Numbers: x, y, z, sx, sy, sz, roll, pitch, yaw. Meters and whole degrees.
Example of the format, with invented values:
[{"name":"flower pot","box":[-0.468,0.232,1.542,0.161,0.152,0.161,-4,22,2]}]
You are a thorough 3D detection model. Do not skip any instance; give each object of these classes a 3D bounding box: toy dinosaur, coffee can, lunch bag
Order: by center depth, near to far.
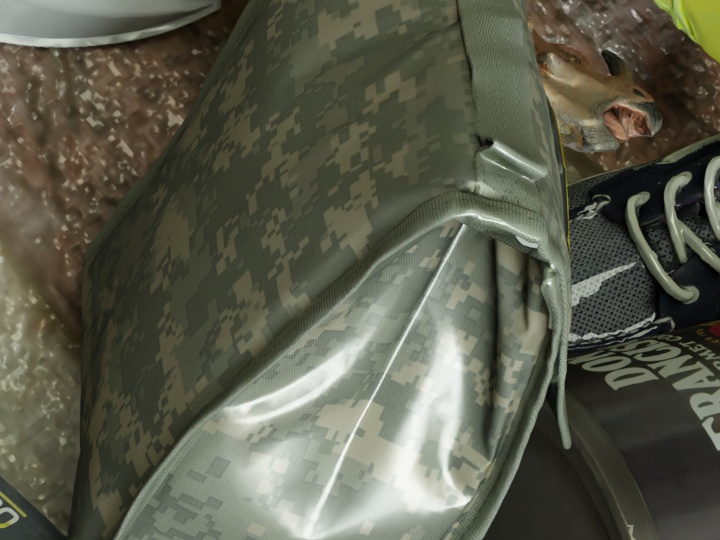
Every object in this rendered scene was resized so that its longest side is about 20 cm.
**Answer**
[{"name":"lunch bag","box":[0.000,0.000,0.828,0.117,0.200,0.165,21,38,-20]},{"name":"coffee can","box":[0.139,0.085,0.910,0.199,0.146,0.147,-12,75,-26]},{"name":"toy dinosaur","box":[0.000,-0.102,0.948,0.135,0.086,0.201,-31,89,-39]}]

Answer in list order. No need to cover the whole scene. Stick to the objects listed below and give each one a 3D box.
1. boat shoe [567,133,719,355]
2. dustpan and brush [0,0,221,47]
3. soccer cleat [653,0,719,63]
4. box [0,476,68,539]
[{"name":"boat shoe","box":[0.118,-0.018,0.971,0.199,0.093,0.075,-24,80,-28]},{"name":"dustpan and brush","box":[-0.155,-0.132,0.938,0.199,0.057,0.140,-14,88,-32]},{"name":"soccer cleat","box":[0.105,-0.124,1.000,0.083,0.065,0.201,-19,51,-7]},{"name":"box","box":[-0.116,0.133,0.783,0.200,0.049,0.161,40,33,13]}]
